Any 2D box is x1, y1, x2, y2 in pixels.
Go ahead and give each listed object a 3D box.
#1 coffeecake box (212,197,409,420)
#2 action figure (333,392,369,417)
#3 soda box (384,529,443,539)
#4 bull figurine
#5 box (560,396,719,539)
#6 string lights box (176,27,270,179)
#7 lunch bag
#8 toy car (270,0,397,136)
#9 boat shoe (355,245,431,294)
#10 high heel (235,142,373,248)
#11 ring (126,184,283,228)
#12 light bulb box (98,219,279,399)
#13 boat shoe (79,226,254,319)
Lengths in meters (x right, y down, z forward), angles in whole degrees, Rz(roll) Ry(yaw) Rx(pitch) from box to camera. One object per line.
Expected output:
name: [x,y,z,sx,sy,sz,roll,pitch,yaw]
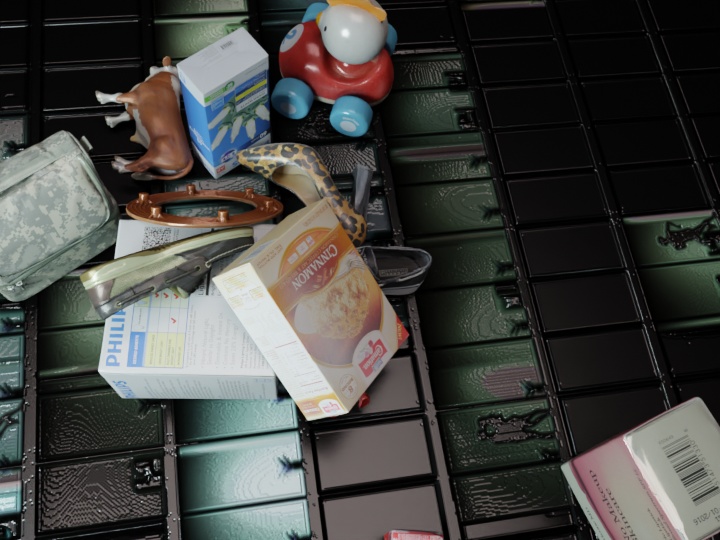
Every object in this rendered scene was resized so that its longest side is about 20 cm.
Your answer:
coffeecake box: [-0.051,0.044,0.889,0.201,0.073,0.154,58,43,-14]
action figure: [-0.054,0.091,0.990,0.065,0.052,0.201,-16,64,-19]
soda box: [0.057,0.397,0.856,0.063,0.070,0.201,5,66,-4]
bull figurine: [-0.300,-0.214,1.087,0.121,0.065,0.201,-15,67,-8]
box: [0.336,0.244,0.883,0.109,0.200,0.128,-22,70,-15]
string lights box: [-0.177,-0.218,1.027,0.103,0.200,0.059,-37,74,-19]
lunch bag: [-0.413,-0.075,0.956,0.200,0.168,0.139,-35,74,-18]
toy car: [-0.029,-0.333,1.094,0.176,0.200,0.185,17,65,1]
boat shoe: [0.000,0.000,1.001,0.199,0.068,0.072,-1,61,-21]
high heel: [-0.083,-0.097,1.056,0.199,0.071,0.143,11,64,-7]
ring: [-0.199,-0.087,0.988,0.199,0.201,0.019,1,108,-6]
light bulb box: [-0.198,0.051,0.948,0.199,0.125,0.199,2,67,-4]
boat shoe: [-0.210,0.001,0.868,0.200,0.072,0.066,-19,96,-27]
